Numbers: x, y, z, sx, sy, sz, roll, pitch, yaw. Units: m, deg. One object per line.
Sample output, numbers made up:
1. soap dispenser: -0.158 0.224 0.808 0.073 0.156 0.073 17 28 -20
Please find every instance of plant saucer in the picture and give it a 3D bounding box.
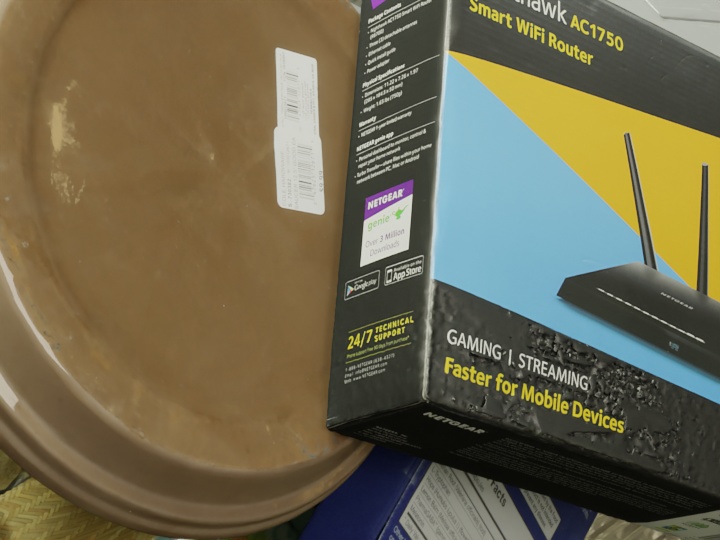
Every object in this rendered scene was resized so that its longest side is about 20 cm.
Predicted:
1. plant saucer: -0.048 -0.024 0.654 0.199 0.029 0.202 15 67 -39

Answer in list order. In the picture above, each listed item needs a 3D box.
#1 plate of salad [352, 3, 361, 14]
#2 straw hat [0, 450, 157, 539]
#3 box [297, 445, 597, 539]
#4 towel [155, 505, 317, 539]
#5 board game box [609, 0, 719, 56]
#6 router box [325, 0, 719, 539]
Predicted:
1. plate of salad: 0.000 0.000 0.805 0.200 0.048 0.202 31 51 -48
2. straw hat: -0.125 0.043 0.715 0.199 0.085 0.203 0 57 0
3. box: 0.044 0.068 0.768 0.201 0.032 0.121 -57 142 -24
4. towel: -0.042 0.176 0.777 0.200 0.048 0.171 50 63 -16
5. board game box: 0.116 -0.115 0.835 0.200 0.026 0.200 44 57 -11
6. router box: 0.083 -0.001 0.712 0.199 0.051 0.151 20 65 -36
